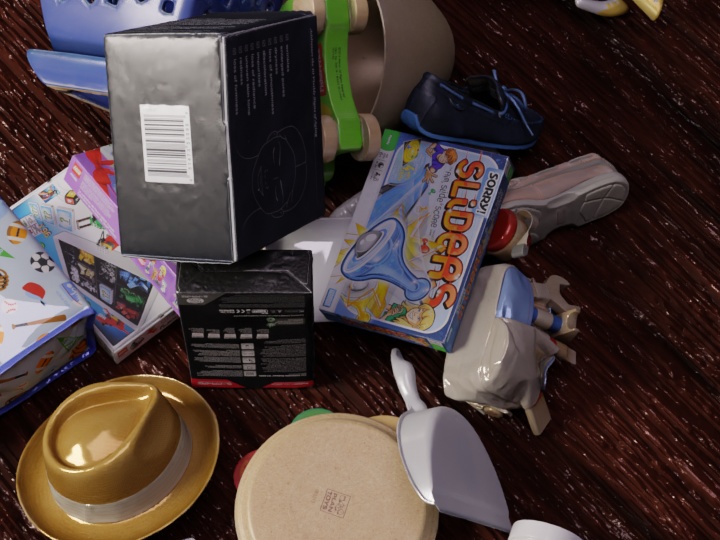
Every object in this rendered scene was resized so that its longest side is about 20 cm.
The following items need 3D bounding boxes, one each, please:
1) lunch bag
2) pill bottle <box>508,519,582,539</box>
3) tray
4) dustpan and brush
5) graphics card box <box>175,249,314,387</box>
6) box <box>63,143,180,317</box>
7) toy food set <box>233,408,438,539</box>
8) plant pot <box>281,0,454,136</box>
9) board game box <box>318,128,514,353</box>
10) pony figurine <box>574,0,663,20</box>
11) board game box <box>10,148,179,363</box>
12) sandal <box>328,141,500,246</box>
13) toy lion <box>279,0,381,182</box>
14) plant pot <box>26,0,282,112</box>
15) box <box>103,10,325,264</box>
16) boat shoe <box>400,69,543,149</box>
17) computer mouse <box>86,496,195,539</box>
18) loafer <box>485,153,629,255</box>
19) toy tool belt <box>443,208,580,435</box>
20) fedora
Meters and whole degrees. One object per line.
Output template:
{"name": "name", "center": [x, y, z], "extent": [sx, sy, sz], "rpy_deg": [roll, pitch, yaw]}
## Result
{"name": "lunch bag", "center": [-0.384, 0.057, 1.484], "extent": [0.200, 0.124, 0.170], "rpy_deg": [-36, 72, -24]}
{"name": "pill bottle", "center": [0.144, 0.329, 1.371], "extent": [0.111, 0.111, 0.200], "rpy_deg": [17, 67, 7]}
{"name": "tray", "center": [0.000, 0.000, 1.547], "extent": [0.200, 0.022, 0.108], "rpy_deg": [-1, 76, -13]}
{"name": "dustpan and brush", "center": [0.069, 0.155, 1.456], "extent": [0.057, 0.140, 0.200], "rpy_deg": [-27, 58, 28]}
{"name": "graphics card box", "center": [-0.105, 0.049, 1.447], "extent": [0.125, 0.200, 0.051], "rpy_deg": [0, 61, 0]}
{"name": "box", "center": [-0.186, -0.055, 1.550], "extent": [0.137, 0.039, 0.200], "rpy_deg": [-24, 64, -43]}
{"name": "toy food set", "center": [-0.025, 0.225, 1.451], "extent": [0.198, 0.049, 0.200], "rpy_deg": [3, 66, 1]}
{"name": "plant pot", "center": [0.019, -0.228, 1.598], "extent": [0.134, 0.200, 0.200], "rpy_deg": [-5, 62, -35]}
{"name": "board game box", "center": [0.056, -0.031, 1.504], "extent": [0.135, 0.034, 0.200], "rpy_deg": [14, 75, 20]}
{"name": "pony figurine", "center": [0.247, -0.379, 1.691], "extent": [0.200, 0.167, 0.193], "rpy_deg": [19, 73, -9]}
{"name": "board game box", "center": [-0.261, -0.017, 1.565], "extent": [0.126, 0.035, 0.200], "rpy_deg": [-37, 71, -17]}
{"name": "sandal", "center": [0.053, -0.083, 1.590], "extent": [0.202, 0.083, 0.050], "rpy_deg": [-23, 23, -8]}
{"name": "toy lion", "center": [-0.057, -0.175, 1.549], "extent": [0.069, 0.192, 0.200], "rpy_deg": [-6, 92, -29]}
{"name": "plant pot", "center": [-0.212, -0.251, 1.558], "extent": [0.200, 0.200, 0.180], "rpy_deg": [11, 87, 22]}
{"name": "box", "center": [-0.125, -0.126, 1.384], "extent": [0.124, 0.197, 0.200], "rpy_deg": [4, 105, 23]}
{"name": "boat shoe", "center": [0.129, -0.165, 1.563], "extent": [0.084, 0.200, 0.069], "rpy_deg": [30, 111, 32]}
{"name": "computer mouse", "center": [-0.163, 0.292, 1.423], "extent": [0.200, 0.044, 0.110], "rpy_deg": [40, 66, 22]}
{"name": "loafer", "center": [0.178, -0.071, 1.585], "extent": [0.200, 0.072, 0.063], "rpy_deg": [-16, 50, -16]}
{"name": "toy tool belt", "center": [0.157, 0.052, 1.512], "extent": [0.123, 0.125, 0.200], "rpy_deg": [29, 63, -33]}
{"name": "fedora", "center": [-0.234, 0.162, 1.437], "extent": [0.200, 0.082, 0.201], "rpy_deg": [-4, 51, 5]}
